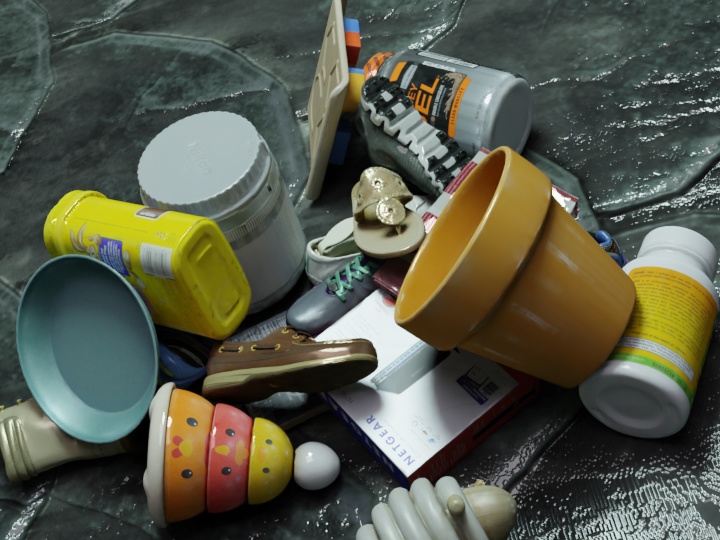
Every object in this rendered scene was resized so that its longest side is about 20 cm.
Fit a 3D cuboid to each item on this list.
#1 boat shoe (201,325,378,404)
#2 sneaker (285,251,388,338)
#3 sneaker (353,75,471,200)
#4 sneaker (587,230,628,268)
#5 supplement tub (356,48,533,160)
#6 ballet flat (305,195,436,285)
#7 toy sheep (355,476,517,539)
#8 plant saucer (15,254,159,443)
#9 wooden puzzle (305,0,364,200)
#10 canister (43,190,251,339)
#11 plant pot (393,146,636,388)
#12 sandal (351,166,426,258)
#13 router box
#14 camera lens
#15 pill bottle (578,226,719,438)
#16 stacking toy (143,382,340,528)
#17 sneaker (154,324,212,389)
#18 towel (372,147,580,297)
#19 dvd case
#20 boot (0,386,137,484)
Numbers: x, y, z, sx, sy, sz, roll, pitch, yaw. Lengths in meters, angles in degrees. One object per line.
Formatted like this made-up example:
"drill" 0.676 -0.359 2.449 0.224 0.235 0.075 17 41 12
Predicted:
"boat shoe" -0.075 0.089 1.434 0.197 0.072 0.069 -11 65 24
"sneaker" 0.000 0.000 1.542 0.198 0.088 0.074 -27 48 -21
"sneaker" 0.063 -0.131 1.627 0.200 0.091 0.066 48 53 9
"sneaker" 0.200 -0.025 1.530 0.197 0.079 0.076 5 51 22
"supplement tub" 0.099 -0.197 1.684 0.198 0.123 0.123 18 57 31
"ballet flat" 0.024 -0.046 1.615 0.198 0.070 0.070 -28 47 -7
"toy sheep" 0.057 0.262 1.290 0.198 0.139 0.139 -27 47 1
"plant saucer" -0.282 0.080 1.471 0.198 0.203 0.036 15 16 29
"wooden puzzle" -0.030 -0.215 1.716 0.046 0.186 0.202 9 46 -9
"canister" -0.227 -0.005 1.493 0.198 0.149 0.087 12 52 36
"plant pot" 0.160 0.014 1.353 0.182 0.200 0.202 32 56 -9
"sandal" 0.016 -0.083 1.528 0.077 0.070 0.212 -21 23 1
"router box" 0.059 0.110 1.463 0.179 0.049 0.200 -37 56 -15
"camera lens" -0.155 -0.059 1.591 0.158 0.201 0.161 -9 47 10
"pill bottle" 0.299 0.057 1.402 0.110 0.112 0.201 9 53 25
"stacking toy" -0.119 0.192 1.430 0.197 0.147 0.147 2 48 -2
"sneaker" -0.228 0.068 1.606 0.082 0.072 0.199 -19 41 -28
"towel" 0.125 -0.029 1.491 0.143 0.023 0.200 32 72 29
"dvd case" -0.051 0.094 1.548 0.198 0.016 0.149 -26 47 -7
"boot" -0.339 0.136 1.567 0.153 0.073 0.202 -18 55 1
